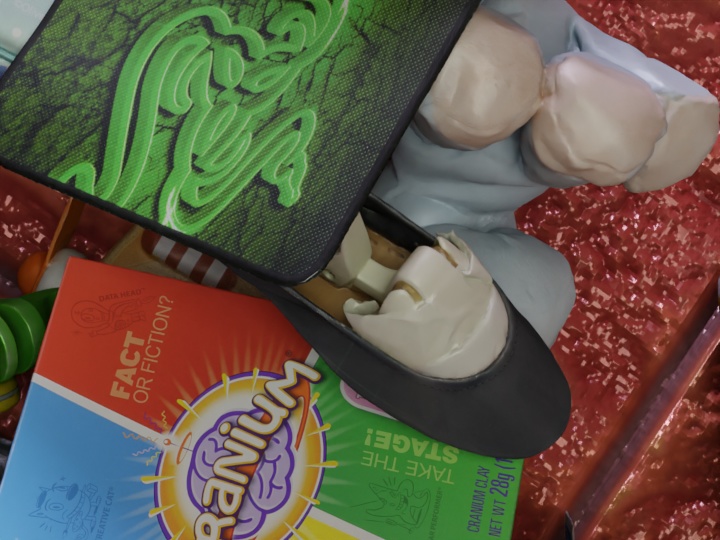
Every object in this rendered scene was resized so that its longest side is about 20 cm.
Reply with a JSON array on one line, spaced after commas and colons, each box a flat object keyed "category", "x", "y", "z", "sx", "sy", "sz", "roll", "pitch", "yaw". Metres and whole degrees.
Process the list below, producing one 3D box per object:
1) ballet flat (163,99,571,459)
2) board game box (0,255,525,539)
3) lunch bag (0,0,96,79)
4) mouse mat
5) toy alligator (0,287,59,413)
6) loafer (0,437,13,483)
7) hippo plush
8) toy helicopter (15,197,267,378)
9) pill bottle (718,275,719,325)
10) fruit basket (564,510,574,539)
[{"category": "ballet flat", "x": 0.000, "y": 0.000, "z": 0.847, "sx": 0.199, "sy": 0.073, "sz": 0.073, "roll": 37, "pitch": 85, "yaw": 6}, {"category": "board game box", "x": -0.039, "y": 0.088, "z": 0.868, "sx": 0.198, "sy": 0.040, "sz": 0.154, "roll": 12, "pitch": 60, "yaw": 0}, {"category": "lunch bag", "x": -0.123, "y": -0.146, "z": 0.917, "sx": 0.199, "sy": 0.077, "sz": 0.161, "roll": 28, "pitch": 74, "yaw": -16}, {"category": "mouse mat", "x": -0.040, "y": -0.101, "z": 0.847, "sx": 0.160, "sy": 0.008, "sz": 0.201, "roll": 22, "pitch": 70, "yaw": 21}, {"category": "toy alligator", "x": -0.191, "y": 0.044, "z": 0.872, "sx": 0.199, "sy": 0.054, "sz": 0.060, "roll": -20, "pitch": 104, "yaw": -35}, {"category": "loafer", "x": -0.090, "y": 0.120, "z": 0.971, "sx": 0.199, "sy": 0.068, "sz": 0.071, "roll": 25, "pitch": 54, "yaw": -2}, {"category": "hippo plush", "x": 0.033, "y": -0.045, "z": 0.928, "sx": 0.158, "sy": 0.200, "sz": 0.162, "roll": 9, "pitch": 117, "yaw": -41}, {"category": "toy helicopter", "x": -0.093, "y": -0.015, "z": 0.975, "sx": 0.131, "sy": 0.079, "sz": 0.202, "roll": -1, "pitch": 78, "yaw": 2}, {"category": "pill bottle", "x": 0.217, "y": 0.054, "z": 0.981, "sx": 0.108, "sy": 0.109, "sz": 0.202, "roll": -4, "pitch": 90, "yaw": -7}, {"category": "fruit basket", "x": 0.098, "y": 0.204, "z": 0.921, "sx": 0.093, "sy": 0.200, "sz": 0.187, "roll": -10, "pitch": 91, "yaw": 8}]
